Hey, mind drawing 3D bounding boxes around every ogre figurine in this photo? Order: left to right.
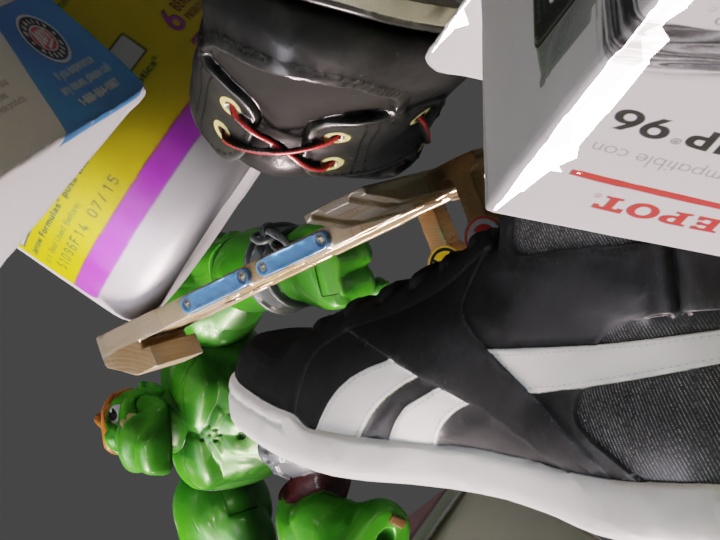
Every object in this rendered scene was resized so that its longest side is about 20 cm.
[{"bbox_3d":[-0.035,0.066,1.050,0.120,0.098,0.200,28,145,52],"label":"ogre figurine"}]

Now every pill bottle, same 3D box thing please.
[{"bbox_3d":[-0.124,-0.078,0.891,0.200,0.104,0.104,34,159,-1],"label":"pill bottle"}]

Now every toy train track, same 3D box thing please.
[{"bbox_3d":[0.000,0.000,0.820,0.200,0.115,0.033,-24,85,37],"label":"toy train track"}]

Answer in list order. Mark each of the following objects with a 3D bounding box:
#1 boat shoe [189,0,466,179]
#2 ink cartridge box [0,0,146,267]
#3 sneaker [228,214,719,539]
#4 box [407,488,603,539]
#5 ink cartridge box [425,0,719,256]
[{"bbox_3d":[-0.008,-0.053,0.730,0.074,0.063,0.201,21,-178,0],"label":"boat shoe"},{"bbox_3d":[-0.197,-0.055,0.780,0.200,0.145,0.147,42,-159,1],"label":"ink cartridge box"},{"bbox_3d":[0.040,0.001,0.719,0.073,0.112,0.200,-5,-172,-40],"label":"sneaker"},{"bbox_3d":[0.049,0.177,1.178,0.128,0.109,0.200,35,159,-2],"label":"box"},{"bbox_3d":[0.098,-0.056,0.546,0.116,0.068,0.200,11,150,-17],"label":"ink cartridge box"}]
